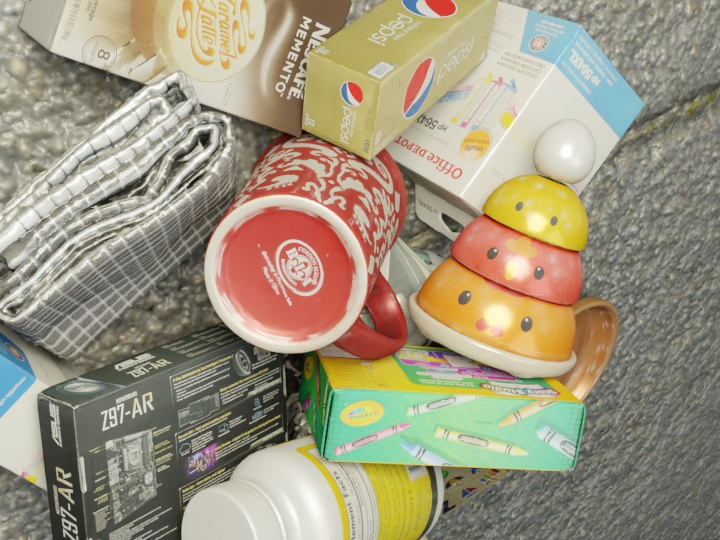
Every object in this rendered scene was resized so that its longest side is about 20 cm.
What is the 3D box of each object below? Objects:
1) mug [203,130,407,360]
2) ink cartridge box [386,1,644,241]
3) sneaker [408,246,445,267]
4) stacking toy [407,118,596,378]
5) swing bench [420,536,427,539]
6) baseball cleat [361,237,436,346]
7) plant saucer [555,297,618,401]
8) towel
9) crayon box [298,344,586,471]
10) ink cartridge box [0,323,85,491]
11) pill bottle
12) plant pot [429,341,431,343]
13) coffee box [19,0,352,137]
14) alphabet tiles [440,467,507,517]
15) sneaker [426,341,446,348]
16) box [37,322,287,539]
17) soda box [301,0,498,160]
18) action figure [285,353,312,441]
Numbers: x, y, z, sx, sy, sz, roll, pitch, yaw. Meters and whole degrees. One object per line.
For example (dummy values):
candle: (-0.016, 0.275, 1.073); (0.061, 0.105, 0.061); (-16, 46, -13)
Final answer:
mug: (-0.019, -0.017, 0.675); (0.177, 0.200, 0.134); (31, 108, -4)
ink cartridge box: (0.128, -0.118, 0.835); (0.125, 0.129, 0.200); (35, 91, -42)
sneaker: (0.010, 0.065, 0.899); (0.087, 0.074, 0.200); (21, 91, -29)
stacking toy: (0.133, -0.027, 0.740); (0.146, 0.146, 0.200); (8, 106, -39)
swing bench: (-0.067, 0.282, 0.858); (0.200, 0.130, 0.199); (-15, 155, -31)
baseball cleat: (0.000, 0.000, 0.810); (0.200, 0.070, 0.107); (40, 76, -19)
plant saucer: (0.225, 0.114, 1.075); (0.200, 0.037, 0.200); (-29, 137, -30)
towel: (-0.172, -0.028, 0.632); (0.200, 0.166, 0.086); (-42, 90, -11)
crayon box: (0.060, 0.104, 0.726); (0.200, 0.119, 0.058); (5, 102, -13)
ink cartridge box: (-0.240, 0.107, 0.695); (0.067, 0.116, 0.200); (-47, 132, -7)
pill bottle: (-0.034, 0.183, 0.705); (0.200, 0.111, 0.111); (-5, 118, -50)
plant pot: (0.120, 0.072, 0.984); (0.200, 0.027, 0.200); (-26, 135, -29)
coffee box: (-0.119, -0.183, 0.651); (0.200, 0.080, 0.115); (13, 106, -40)
alphabet tiles: (0.081, 0.220, 1.031); (0.166, 0.006, 0.200); (-37, 134, 12)
sneaker: (0.085, 0.095, 0.866); (0.200, 0.060, 0.104); (-40, 159, -32)
box: (-0.136, 0.136, 0.687); (0.200, 0.043, 0.161); (-21, 116, -49)
soda box: (0.036, -0.169, 0.723); (0.200, 0.064, 0.068); (-45, 154, -42)
action figure: (-0.073, 0.114, 0.823); (0.102, 0.119, 0.200); (-51, 157, -58)
